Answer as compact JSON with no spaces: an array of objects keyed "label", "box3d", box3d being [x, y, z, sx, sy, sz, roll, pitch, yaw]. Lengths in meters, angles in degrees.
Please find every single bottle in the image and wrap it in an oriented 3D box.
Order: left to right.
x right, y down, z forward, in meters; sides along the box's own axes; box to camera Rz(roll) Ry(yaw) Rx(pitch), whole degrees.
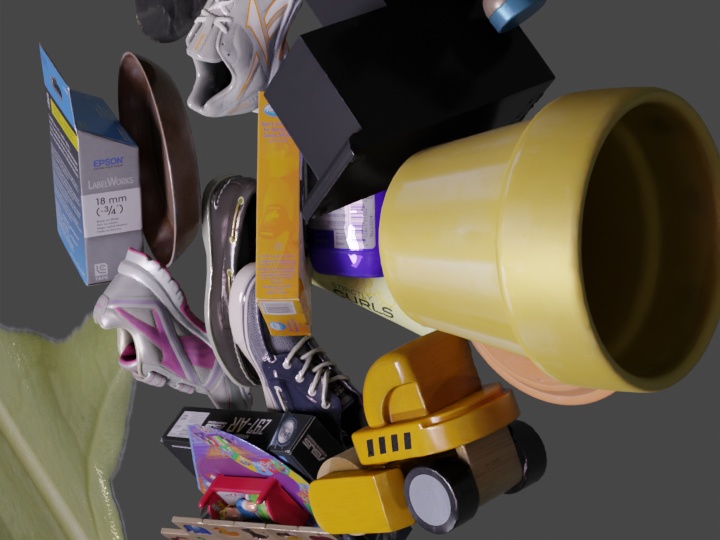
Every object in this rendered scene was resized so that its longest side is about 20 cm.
[{"label":"bottle","box3d":[-0.003,-0.096,1.450,0.083,0.065,0.201,3,98,37]}]

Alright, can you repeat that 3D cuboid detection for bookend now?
[{"label":"bookend","box3d":[0.002,-0.167,1.315,0.199,0.200,0.092,56,144,13]}]

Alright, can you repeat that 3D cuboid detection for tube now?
[{"label":"tube","box3d":[0.000,0.000,1.524,0.200,0.052,0.058,23,166,36]}]

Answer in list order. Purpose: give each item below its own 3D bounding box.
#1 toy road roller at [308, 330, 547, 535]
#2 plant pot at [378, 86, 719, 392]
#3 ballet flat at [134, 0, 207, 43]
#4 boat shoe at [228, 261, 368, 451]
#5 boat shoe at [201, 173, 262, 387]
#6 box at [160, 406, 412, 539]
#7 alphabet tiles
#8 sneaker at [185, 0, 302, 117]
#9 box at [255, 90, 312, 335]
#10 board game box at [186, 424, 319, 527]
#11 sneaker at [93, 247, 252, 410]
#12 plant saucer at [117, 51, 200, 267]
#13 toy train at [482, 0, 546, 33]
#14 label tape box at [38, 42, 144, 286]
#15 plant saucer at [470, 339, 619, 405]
[{"label":"toy road roller","box3d":[0.044,0.131,1.472,0.200,0.123,0.146,-16,94,47]},{"label":"plant pot","box3d":[0.124,-0.021,1.224,0.188,0.201,0.201,0,108,40]},{"label":"ballet flat","box3d":[-0.153,-0.280,1.579,0.066,0.057,0.200,18,135,-8]},{"label":"boat shoe","box3d":[-0.046,0.083,1.587,0.093,0.075,0.200,15,137,39]},{"label":"boat shoe","box3d":[-0.100,0.014,1.626,0.060,0.072,0.202,11,113,51]},{"label":"box","box3d":[-0.070,0.195,1.643,0.200,0.044,0.160,0,136,49]},{"label":"alphabet tiles","box3d":[-0.075,0.261,1.631,0.199,0.008,0.167,0,152,29]},{"label":"sneaker","box3d":[-0.102,-0.215,1.504,0.076,0.092,0.201,30,128,37]},{"label":"box","box3d":[-0.062,-0.056,1.479,0.119,0.041,0.201,79,-171,-73]},{"label":"board game box","box3d":[-0.096,0.219,1.617,0.158,0.039,0.200,27,152,16]},{"label":"sneaker","box3d":[-0.182,0.076,1.698,0.200,0.088,0.081,51,167,-21]},{"label":"plant saucer","box3d":[-0.184,-0.104,1.653,0.200,0.034,0.201,169,90,-74]},{"label":"toy train","box3d":[0.117,-0.260,1.243,0.116,0.085,0.200,51,139,4]},{"label":"label tape box","box3d":[-0.256,-0.106,1.720,0.144,0.063,0.201,-131,36,-58]},{"label":"plant saucer","box3d":[0.140,0.008,1.363,0.200,0.032,0.201,19,119,38]}]
